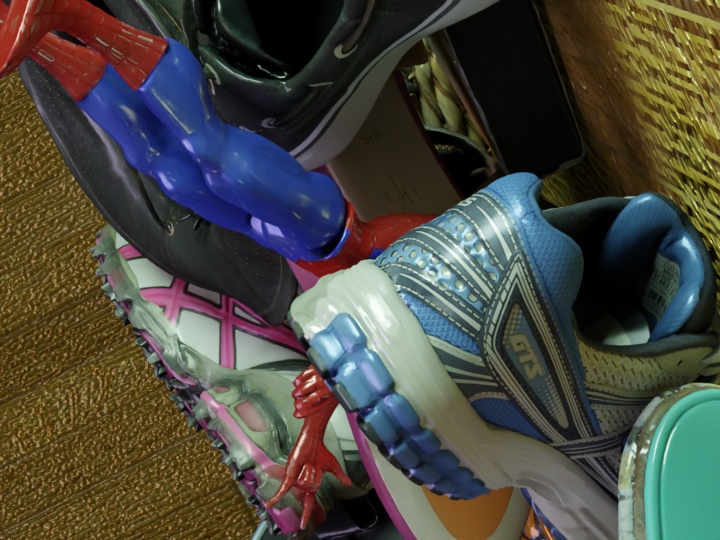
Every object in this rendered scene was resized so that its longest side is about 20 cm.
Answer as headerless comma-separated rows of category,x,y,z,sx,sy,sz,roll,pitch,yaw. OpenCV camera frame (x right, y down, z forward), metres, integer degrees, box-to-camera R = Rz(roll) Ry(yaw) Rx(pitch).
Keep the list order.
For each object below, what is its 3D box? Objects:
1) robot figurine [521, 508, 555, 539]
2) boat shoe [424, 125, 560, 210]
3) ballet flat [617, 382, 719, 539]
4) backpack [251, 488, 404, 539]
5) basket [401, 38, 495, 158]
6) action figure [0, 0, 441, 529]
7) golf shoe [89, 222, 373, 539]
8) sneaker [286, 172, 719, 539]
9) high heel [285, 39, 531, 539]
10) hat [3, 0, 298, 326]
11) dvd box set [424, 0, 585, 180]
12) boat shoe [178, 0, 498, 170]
robot figurine,0.065,0.130,0.928,0.145,0.058,0.201,52,132,29
boat shoe,0.028,-0.014,0.959,0.073,0.072,0.200,51,163,-15
ballet flat,0.114,0.127,0.708,0.201,0.072,0.072,63,178,6
backpack,0.055,0.150,1.081,0.200,0.177,0.150,52,-169,23
basket,-0.014,-0.031,1.127,0.143,0.148,0.200,62,177,38
action figure,-0.033,0.005,0.757,0.199,0.100,0.065,27,165,-29
golf shoe,-0.038,0.027,1.098,0.200,0.092,0.073,46,170,47
sneaker,0.069,0.027,0.736,0.200,0.085,0.077,23,-151,-57
high heel,0.000,0.000,0.867,0.096,0.067,0.201,-8,101,67
hat,-0.062,-0.079,0.988,0.201,0.081,0.201,47,162,20
dvd box set,0.005,-0.138,0.879,0.201,0.029,0.147,62,180,40
boat shoe,-0.019,-0.075,0.762,0.200,0.056,0.069,-35,69,60
